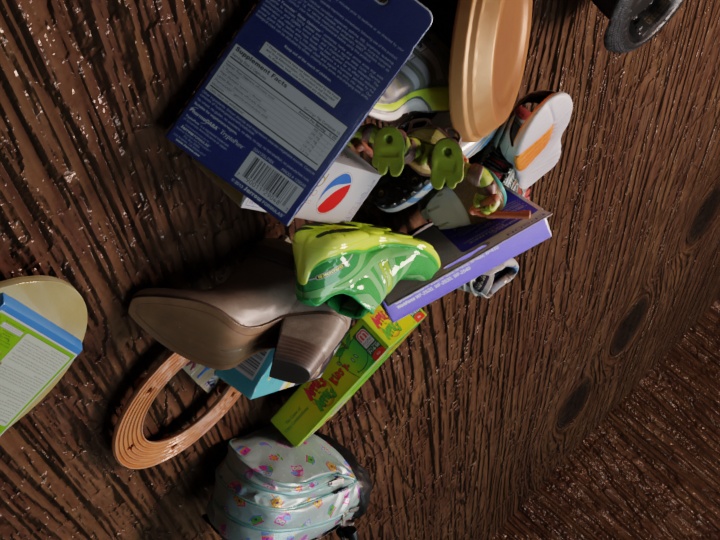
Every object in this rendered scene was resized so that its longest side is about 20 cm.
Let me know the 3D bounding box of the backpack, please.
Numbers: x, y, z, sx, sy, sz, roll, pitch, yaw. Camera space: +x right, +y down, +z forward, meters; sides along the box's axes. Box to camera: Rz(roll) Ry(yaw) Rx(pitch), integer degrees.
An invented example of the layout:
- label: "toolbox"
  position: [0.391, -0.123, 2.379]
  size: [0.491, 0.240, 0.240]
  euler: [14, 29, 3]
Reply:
- label: "backpack"
  position: [-0.097, 0.261, 1.507]
  size: [0.199, 0.166, 0.128]
  euler: [-9, 115, -54]

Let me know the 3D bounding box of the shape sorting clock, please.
- label: "shape sorting clock"
  position: [-0.298, 0.079, 0.964]
  size: [0.200, 0.039, 0.201]
  euler: [-41, 158, -21]

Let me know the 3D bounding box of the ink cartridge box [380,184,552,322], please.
- label: "ink cartridge box"
  position: [0.104, -0.016, 1.356]
  size: [0.197, 0.044, 0.200]
  euler: [-29, -166, -1]

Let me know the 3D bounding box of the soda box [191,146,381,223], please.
- label: "soda box"
  position: [-0.061, -0.090, 1.103]
  size: [0.064, 0.068, 0.200]
  euler: [-54, 158, 13]

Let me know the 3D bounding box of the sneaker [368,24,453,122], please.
- label: "sneaker"
  position: [0.030, -0.186, 1.141]
  size: [0.199, 0.073, 0.082]
  euler: [-19, 123, -51]

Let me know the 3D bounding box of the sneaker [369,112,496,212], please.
- label: "sneaker"
  position: [0.091, -0.131, 1.315]
  size: [0.200, 0.072, 0.073]
  euler: [-46, 145, -8]

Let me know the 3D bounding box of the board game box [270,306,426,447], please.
- label: "board game box"
  position: [-0.015, 0.114, 1.464]
  size: [0.200, 0.048, 0.101]
  euler: [-49, 173, 33]

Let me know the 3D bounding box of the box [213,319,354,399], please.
- label: "box"
  position: [-0.075, 0.077, 1.302]
  size: [0.083, 0.049, 0.200]
  euler: [-59, 165, 11]

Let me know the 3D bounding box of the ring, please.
- label: "ring"
  position: [-0.176, 0.121, 1.273]
  size: [0.200, 0.019, 0.201]
  euler: [-41, 157, -22]

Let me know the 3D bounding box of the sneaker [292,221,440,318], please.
- label: "sneaker"
  position: [0.000, 0.000, 1.161]
  size: [0.199, 0.074, 0.084]
  euler: [1, 104, -52]

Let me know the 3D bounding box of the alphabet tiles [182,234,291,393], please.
- label: "alphabet tiles"
  position: [-0.104, 0.043, 1.312]
  size: [0.200, 0.006, 0.167]
  euler: [-46, 157, -9]

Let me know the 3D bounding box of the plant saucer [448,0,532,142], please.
- label: "plant saucer"
  position: [0.127, -0.219, 1.174]
  size: [0.200, 0.037, 0.202]
  euler: [10, 90, -74]

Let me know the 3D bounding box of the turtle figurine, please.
- label: "turtle figurine"
  position: [0.070, -0.100, 1.136]
  size: [0.065, 0.199, 0.161]
  euler: [-63, 175, 7]

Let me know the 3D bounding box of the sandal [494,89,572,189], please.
- label: "sandal"
  position: [0.179, -0.147, 1.361]
  size: [0.079, 0.059, 0.207]
  euler: [-39, 165, -7]

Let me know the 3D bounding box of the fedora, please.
- label: "fedora"
  position: [0.305, -0.340, 1.359]
  size: [0.200, 0.091, 0.201]
  euler: [-40, 156, -22]

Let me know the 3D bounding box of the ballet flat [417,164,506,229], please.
- label: "ballet flat"
  position: [0.100, -0.077, 1.354]
  size: [0.072, 0.068, 0.200]
  euler: [-30, -167, -5]

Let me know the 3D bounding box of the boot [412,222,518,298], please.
- label: "boot"
  position: [0.123, -0.008, 1.540]
  size: [0.199, 0.095, 0.074]
  euler: [-19, 143, -51]

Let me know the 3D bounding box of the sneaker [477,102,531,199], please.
- label: "sneaker"
  position: [0.172, -0.114, 1.489]
  size: [0.082, 0.078, 0.201]
  euler: [-34, 153, -30]

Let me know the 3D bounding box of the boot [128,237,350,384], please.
- label: "boot"
  position: [-0.104, 0.024, 1.166]
  size: [0.070, 0.199, 0.147]
  euler: [-57, -166, 40]

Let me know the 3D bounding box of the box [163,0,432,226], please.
- label: "box"
  position: [-0.046, -0.151, 0.969]
  size: [0.201, 0.121, 0.032]
  euler: [-53, -172, 10]
